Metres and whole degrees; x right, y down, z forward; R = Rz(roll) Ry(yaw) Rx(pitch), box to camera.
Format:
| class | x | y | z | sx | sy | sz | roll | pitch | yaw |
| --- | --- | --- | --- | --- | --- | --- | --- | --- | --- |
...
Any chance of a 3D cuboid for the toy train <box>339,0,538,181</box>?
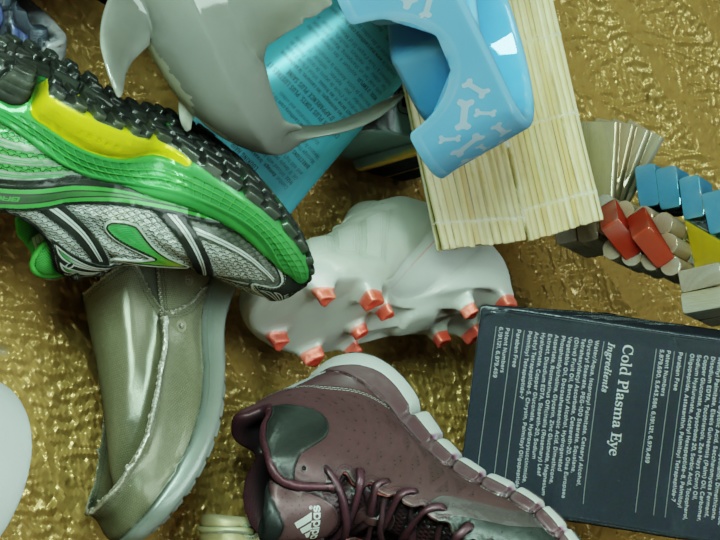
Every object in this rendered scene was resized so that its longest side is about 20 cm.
| class | x | y | z | sx | sy | sz | roll | pitch | yaw |
| --- | --- | --- | --- | --- | --- | --- | --- | --- | --- |
| toy train | 0.035 | -0.136 | 1.527 | 0.114 | 0.085 | 0.200 | 12 | 76 | -38 |

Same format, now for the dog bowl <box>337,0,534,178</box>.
| class | x | y | z | sx | sy | sz | roll | pitch | yaw |
| --- | --- | --- | --- | --- | --- | --- | --- | --- | --- |
| dog bowl | 0.028 | -0.131 | 1.333 | 0.200 | 0.050 | 0.112 | 59 | 19 | -44 |

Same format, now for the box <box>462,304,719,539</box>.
| class | x | y | z | sx | sy | sz | roll | pitch | yaw |
| --- | --- | --- | --- | --- | --- | --- | --- | --- | --- |
| box | 0.172 | 0.081 | 1.523 | 0.200 | 0.182 | 0.104 | 5 | 91 | -67 |

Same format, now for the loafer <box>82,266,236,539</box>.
| class | x | y | z | sx | sy | sz | roll | pitch | yaw |
| --- | --- | --- | --- | --- | --- | --- | --- | --- | --- |
| loafer | -0.102 | 0.032 | 1.361 | 0.070 | 0.075 | 0.200 | 22 | 58 | -21 |

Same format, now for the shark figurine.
| class | x | y | z | sx | sy | sz | roll | pitch | yaw |
| --- | --- | --- | --- | --- | --- | --- | --- | --- | --- |
| shark figurine | -0.045 | -0.099 | 1.289 | 0.214 | 0.089 | 0.128 | 53 | 26 | -44 |

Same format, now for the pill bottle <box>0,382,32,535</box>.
| class | x | y | z | sx | sy | sz | roll | pitch | yaw |
| --- | --- | --- | --- | --- | --- | --- | --- | --- | --- |
| pill bottle | -0.232 | 0.048 | 1.166 | 0.200 | 0.114 | 0.114 | 35 | 60 | -41 |

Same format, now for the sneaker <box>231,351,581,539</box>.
| class | x | y | z | sx | sy | sz | roll | pitch | yaw |
| --- | --- | --- | --- | --- | --- | --- | --- | --- | --- |
| sneaker | 0.013 | 0.124 | 1.375 | 0.115 | 0.200 | 0.076 | -16 | 136 | -43 |

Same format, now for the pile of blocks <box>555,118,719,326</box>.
| class | x | y | z | sx | sy | sz | roll | pitch | yaw |
| --- | --- | --- | --- | --- | --- | --- | --- | --- | --- |
| pile of blocks | 0.137 | -0.037 | 1.544 | 0.082 | 0.200 | 0.062 | -64 | 154 | 2 |

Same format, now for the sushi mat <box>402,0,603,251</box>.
| class | x | y | z | sx | sy | sz | roll | pitch | yaw |
| --- | --- | --- | --- | --- | --- | --- | --- | --- | --- |
| sushi mat | 0.060 | -0.111 | 1.485 | 0.096 | 0.012 | 0.200 | -9 | 83 | -28 |

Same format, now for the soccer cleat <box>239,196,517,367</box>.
| class | x | y | z | sx | sy | sz | roll | pitch | yaw |
| --- | --- | --- | --- | --- | --- | --- | --- | --- | --- |
| soccer cleat | 0.000 | 0.000 | 1.476 | 0.200 | 0.069 | 0.078 | -1 | 54 | -53 |

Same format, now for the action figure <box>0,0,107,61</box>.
| class | x | y | z | sx | sy | sz | roll | pitch | yaw |
| --- | --- | --- | --- | --- | --- | --- | --- | --- | --- |
| action figure | -0.155 | -0.134 | 1.321 | 0.193 | 0.105 | 0.200 | -6 | 115 | -42 |

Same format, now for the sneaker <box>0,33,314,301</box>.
| class | x | y | z | sx | sy | sz | roll | pitch | yaw |
| --- | --- | --- | --- | --- | --- | --- | --- | --- | --- |
| sneaker | -0.105 | -0.031 | 1.305 | 0.200 | 0.078 | 0.085 | 26 | 105 | -34 |

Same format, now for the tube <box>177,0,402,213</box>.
| class | x | y | z | sx | sy | sz | roll | pitch | yaw |
| --- | --- | --- | --- | --- | --- | --- | --- | --- | --- |
| tube | -0.004 | -0.108 | 1.436 | 0.200 | 0.050 | 0.077 | -45 | 99 | -6 |

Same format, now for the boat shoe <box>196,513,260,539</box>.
| class | x | y | z | sx | sy | sz | roll | pitch | yaw |
| --- | --- | --- | --- | --- | --- | --- | --- | --- | --- |
| boat shoe | -0.001 | 0.133 | 1.454 | 0.201 | 0.073 | 0.063 | -10 | 97 | -42 |
